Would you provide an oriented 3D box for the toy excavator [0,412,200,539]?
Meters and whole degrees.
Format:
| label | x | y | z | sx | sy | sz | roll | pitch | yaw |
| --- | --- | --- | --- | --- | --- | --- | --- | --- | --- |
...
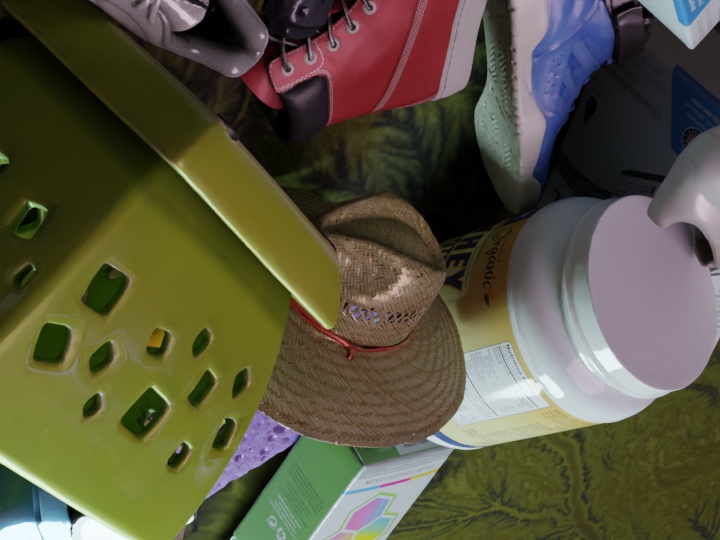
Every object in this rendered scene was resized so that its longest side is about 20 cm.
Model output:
| label | x | y | z | sx | sy | sz | roll | pitch | yaw |
| --- | --- | --- | --- | --- | --- | --- | --- | --- | --- |
| toy excavator | -0.198 | 0.163 | 0.948 | 0.197 | 0.101 | 0.196 | 0 | 133 | 10 |

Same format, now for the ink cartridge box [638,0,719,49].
| label | x | y | z | sx | sy | sz | roll | pitch | yaw |
| --- | --- | --- | --- | --- | --- | --- | --- | --- | --- |
| ink cartridge box | 0.193 | -0.251 | 0.825 | 0.200 | 0.145 | 0.147 | -47 | 167 | 8 |

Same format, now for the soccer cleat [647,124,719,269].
| label | x | y | z | sx | sy | sz | roll | pitch | yaw |
| --- | --- | --- | --- | --- | --- | --- | --- | --- | --- |
| soccer cleat | 0.252 | -0.024 | 0.973 | 0.078 | 0.070 | 0.199 | -45 | 132 | 17 |

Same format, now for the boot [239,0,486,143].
| label | x | y | z | sx | sy | sz | roll | pitch | yaw |
| --- | --- | --- | --- | --- | --- | --- | --- | --- | --- |
| boot | -0.001 | -0.158 | 0.847 | 0.143 | 0.073 | 0.201 | -20 | 142 | -23 |

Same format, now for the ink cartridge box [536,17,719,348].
| label | x | y | z | sx | sy | sz | roll | pitch | yaw |
| --- | --- | --- | --- | --- | --- | --- | --- | --- | --- |
| ink cartridge box | 0.209 | -0.054 | 1.073 | 0.083 | 0.145 | 0.202 | -8 | 132 | -34 |

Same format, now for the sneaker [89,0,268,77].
| label | x | y | z | sx | sy | sz | roll | pitch | yaw |
| --- | --- | --- | --- | --- | --- | --- | --- | --- | --- |
| sneaker | -0.114 | -0.156 | 0.738 | 0.075 | 0.081 | 0.199 | -48 | 142 | 13 |

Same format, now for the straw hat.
| label | x | y | z | sx | sy | sz | roll | pitch | yaw |
| --- | --- | --- | --- | --- | --- | --- | --- | --- | --- |
| straw hat | 0.000 | 0.000 | 0.890 | 0.199 | 0.203 | 0.085 | -2 | 146 | -40 |

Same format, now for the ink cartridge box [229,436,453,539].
| label | x | y | z | sx | sy | sz | roll | pitch | yaw |
| --- | --- | --- | --- | --- | --- | --- | --- | --- | --- |
| ink cartridge box | -0.024 | 0.180 | 1.150 | 0.103 | 0.059 | 0.201 | -5 | 138 | -47 |

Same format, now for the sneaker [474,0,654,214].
| label | x | y | z | sx | sy | sz | roll | pitch | yaw |
| --- | --- | --- | --- | --- | --- | --- | --- | --- | --- |
| sneaker | 0.134 | -0.128 | 0.988 | 0.110 | 0.077 | 0.202 | -18 | 132 | -14 |

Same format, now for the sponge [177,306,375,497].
| label | x | y | z | sx | sy | sz | roll | pitch | yaw |
| --- | --- | --- | --- | --- | --- | --- | --- | --- | --- |
| sponge | -0.074 | 0.089 | 1.065 | 0.199 | 0.030 | 0.112 | -32 | 144 | -14 |

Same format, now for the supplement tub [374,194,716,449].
| label | x | y | z | sx | sy | sz | roll | pitch | yaw |
| --- | --- | --- | --- | --- | --- | --- | --- | --- | --- |
| supplement tub | 0.118 | 0.034 | 1.016 | 0.143 | 0.146 | 0.199 | -1 | 168 | -41 |

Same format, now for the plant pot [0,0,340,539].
| label | x | y | z | sx | sy | sz | roll | pitch | yaw |
| --- | --- | --- | --- | --- | --- | --- | --- | --- | --- |
| plant pot | -0.137 | -0.010 | 0.774 | 0.182 | 0.200 | 0.199 | -45 | 143 | -3 |

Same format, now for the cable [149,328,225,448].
| label | x | y | z | sx | sy | sz | roll | pitch | yaw |
| --- | --- | --- | --- | --- | --- | --- | --- | --- | --- |
| cable | -0.074 | 0.044 | 0.977 | 0.199 | 0.050 | 0.098 | -35 | 98 | -2 |

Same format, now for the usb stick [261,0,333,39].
| label | x | y | z | sx | sy | sz | roll | pitch | yaw |
| --- | --- | --- | --- | --- | --- | --- | --- | --- | --- |
| usb stick | -0.004 | -0.214 | 0.777 | 0.055 | 0.032 | 0.202 | -46 | 158 | -72 |
